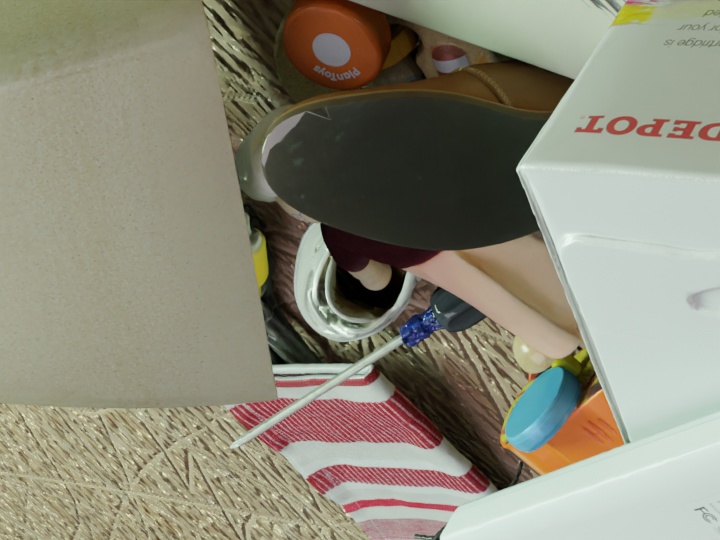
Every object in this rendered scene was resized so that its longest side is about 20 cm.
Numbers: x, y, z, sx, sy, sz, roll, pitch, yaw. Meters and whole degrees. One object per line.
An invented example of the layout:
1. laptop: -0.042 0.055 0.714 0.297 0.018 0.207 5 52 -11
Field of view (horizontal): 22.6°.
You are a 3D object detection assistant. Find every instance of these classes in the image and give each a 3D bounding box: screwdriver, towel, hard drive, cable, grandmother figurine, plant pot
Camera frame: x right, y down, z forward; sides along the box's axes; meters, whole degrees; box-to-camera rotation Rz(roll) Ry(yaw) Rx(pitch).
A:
1. screwdriver: 0.010 0.047 0.948 0.199 0.029 0.028 -36 129 13
2. towel: 0.013 0.123 1.115 0.143 0.023 0.200 -4 139 44
3. hard drive: 0.132 0.115 0.658 0.132 0.026 0.200 43 145 -12
4. cable: -0.074 0.020 1.072 0.096 0.050 0.201 19 144 33
5. grandmother figurine: 0.031 -0.018 0.816 0.199 0.061 0.121 26 132 -30
6. plant pot: -0.153 -0.052 0.829 0.201 0.175 0.202 -114 12 -55

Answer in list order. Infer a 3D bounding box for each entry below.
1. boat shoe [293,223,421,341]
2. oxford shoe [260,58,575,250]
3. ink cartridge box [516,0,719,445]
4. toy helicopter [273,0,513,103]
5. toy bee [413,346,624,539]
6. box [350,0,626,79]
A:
1. boat shoe: 0.000 0.000 0.959 0.071 0.070 0.200 39 149 -3
2. oxford shoe: 0.054 -0.056 0.742 0.197 0.072 0.072 -2 129 -13
3. ink cartridge box: 0.176 -0.043 0.632 0.146 0.201 0.147 7 138 36
4. toy helicopter: 0.055 -0.073 0.824 0.198 0.079 0.133 17 138 5
5. toy bee: 0.106 0.069 0.942 0.198 0.109 0.132 -22 114 23
6. box: 0.041 -0.146 0.736 0.198 0.082 0.069 21 143 20
